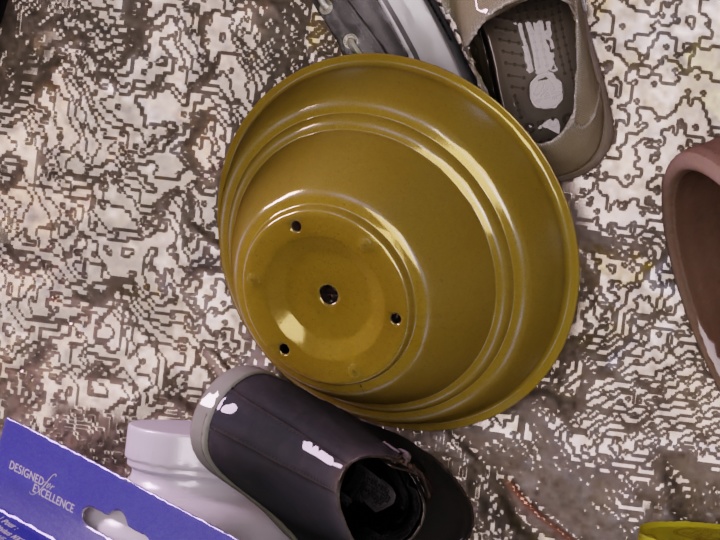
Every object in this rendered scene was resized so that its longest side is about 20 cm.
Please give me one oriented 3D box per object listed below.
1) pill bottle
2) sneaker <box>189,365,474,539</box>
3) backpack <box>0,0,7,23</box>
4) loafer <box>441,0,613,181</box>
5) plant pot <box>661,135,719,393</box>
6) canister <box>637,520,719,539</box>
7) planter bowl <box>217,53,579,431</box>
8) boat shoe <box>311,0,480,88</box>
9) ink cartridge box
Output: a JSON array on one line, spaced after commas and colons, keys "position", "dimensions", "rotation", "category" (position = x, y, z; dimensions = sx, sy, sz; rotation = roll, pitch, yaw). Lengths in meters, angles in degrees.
[{"position": [-0.091, 0.178, 1.488], "dimensions": [0.111, 0.111, 0.200], "rotation": [5, 92, 6], "category": "pill bottle"}, {"position": [0.011, 0.119, 1.426], "dimensions": [0.106, 0.200, 0.075], "rotation": [29, 89, 43], "category": "sneaker"}, {"position": [-0.270, -0.200, 1.485], "dimensions": [0.200, 0.135, 0.183], "rotation": [19, 93, 8], "category": "backpack"}, {"position": [0.078, -0.142, 1.477], "dimensions": [0.076, 0.068, 0.200], "rotation": [-21, 90, 7], "category": "loafer"}, {"position": [0.266, 0.004, 1.415], "dimensions": [0.175, 0.200, 0.200], "rotation": [-22, 89, -9], "category": "plant pot"}, {"position": [0.203, 0.233, 1.469], "dimensions": [0.148, 0.087, 0.200], "rotation": [5, 94, 7], "category": "canister"}, {"position": [0.000, 0.000, 1.445], "dimensions": [0.200, 0.083, 0.200], "rotation": [9, 112, 23], "category": "planter bowl"}, {"position": [0.019, -0.099, 1.490], "dimensions": [0.064, 0.071, 0.200], "rotation": [-27, 83, 9], "category": "boat shoe"}, {"position": [-0.148, 0.197, 1.436], "dimensions": [0.198, 0.047, 0.200], "rotation": [22, 106, 41], "category": "ink cartridge box"}]
